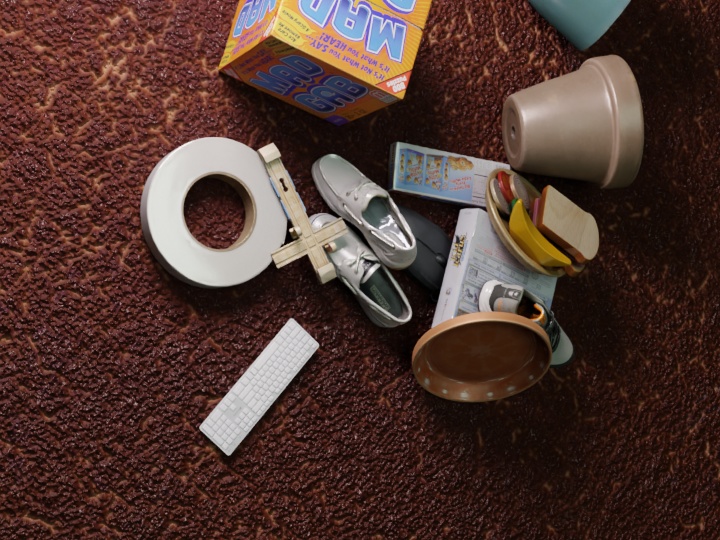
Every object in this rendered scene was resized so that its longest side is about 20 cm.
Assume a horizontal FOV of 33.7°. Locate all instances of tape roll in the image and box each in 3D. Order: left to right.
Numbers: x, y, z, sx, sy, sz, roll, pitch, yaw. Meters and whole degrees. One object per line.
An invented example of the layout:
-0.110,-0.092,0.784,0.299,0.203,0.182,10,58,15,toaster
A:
-0.194,-0.076,1.597,0.201,0.037,0.205,3,84,-26,tape roll

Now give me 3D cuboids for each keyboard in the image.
-0.136,0.157,1.619,0.056,0.011,0.200,46,68,-16,keyboard

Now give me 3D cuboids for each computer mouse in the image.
0.094,-0.034,1.727,0.199,0.053,0.140,28,74,-22,computer mouse

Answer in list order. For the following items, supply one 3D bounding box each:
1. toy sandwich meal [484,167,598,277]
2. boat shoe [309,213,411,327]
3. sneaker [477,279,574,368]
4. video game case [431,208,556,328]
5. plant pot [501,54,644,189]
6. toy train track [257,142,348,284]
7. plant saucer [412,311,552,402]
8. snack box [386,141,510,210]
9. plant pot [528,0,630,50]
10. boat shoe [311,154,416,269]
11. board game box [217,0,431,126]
0.266,-0.076,1.743,0.204,0.070,0.207,32,39,-30,toy sandwich meal
0.000,0.000,1.670,0.072,0.066,0.201,-40,103,-23,boat shoe
0.252,0.084,1.718,0.200,0.079,0.075,38,65,-35,sneaker
0.204,0.029,1.756,0.199,0.045,0.183,24,74,-38,video game case
0.310,-0.218,1.792,0.173,0.200,0.203,-6,88,-9,plant pot
-0.083,-0.078,1.608,0.114,0.032,0.202,-27,94,-19,toy train track
0.171,0.119,1.686,0.199,0.201,0.033,17,46,-24,plant saucer
0.133,-0.138,1.771,0.198,0.024,0.073,9,82,-26,snack box
0.330,-0.465,1.812,0.160,0.200,0.202,33,72,-7,plant pot
0.011,-0.094,1.653,0.071,0.069,0.200,-39,79,-22,boat shoe
-0.044,-0.341,1.603,0.198,0.199,0.202,21,77,-23,board game box
